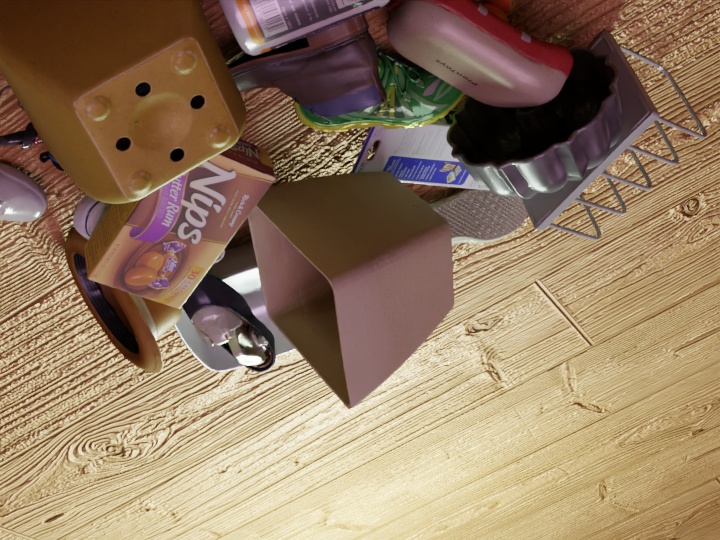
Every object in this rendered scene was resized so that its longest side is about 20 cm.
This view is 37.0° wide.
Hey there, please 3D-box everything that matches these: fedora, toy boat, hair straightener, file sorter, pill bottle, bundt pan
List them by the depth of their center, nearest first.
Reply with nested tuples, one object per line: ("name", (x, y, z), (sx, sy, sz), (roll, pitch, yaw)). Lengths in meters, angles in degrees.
("pill bottle", (-0.036, -0.289, 1.015), (0.199, 0.117, 0.117), (-20, 143, 4))
("hair straightener", (-0.293, -0.171, 1.108), (0.199, 0.077, 0.041), (-18, 169, -20))
("toy boat", (0.134, -0.258, 1.123), (0.199, 0.130, 0.131), (28, 83, -15))
("bundt pan", (0.200, -0.155, 1.191), (0.201, 0.202, 0.076), (-26, 124, 12))
("fedora", (-0.273, 0.024, 1.289), (0.082, 0.201, 0.201), (-33, 150, -27))
("file sorter", (0.291, -0.153, 1.291), (0.124, 0.139, 0.200), (12, 135, -35))

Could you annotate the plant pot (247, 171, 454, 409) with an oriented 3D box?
("plant pot", (0.000, 0.000, 1.253), (0.176, 0.200, 0.201), (-26, 135, -21))

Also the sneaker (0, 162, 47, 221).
("sneaker", (-0.433, -0.076, 1.157), (0.199, 0.089, 0.075), (18, 130, -37))

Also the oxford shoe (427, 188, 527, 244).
("oxford shoe", (0.123, -0.065, 1.409), (0.199, 0.076, 0.058), (-15, -175, -15))

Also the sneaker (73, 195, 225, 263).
("sneaker", (-0.231, -0.048, 1.221), (0.200, 0.071, 0.073), (8, 104, -53))

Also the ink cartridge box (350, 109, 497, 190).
("ink cartridge box", (0.086, -0.149, 1.300), (0.199, 0.039, 0.100), (2, 139, -25))

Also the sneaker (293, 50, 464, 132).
("sneaker", (0.026, -0.202, 1.181), (0.199, 0.074, 0.084), (-11, 146, -7))

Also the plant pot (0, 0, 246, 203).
("plant pot", (-0.210, -0.176, 0.964), (0.194, 0.200, 0.196), (-31, 133, -10))

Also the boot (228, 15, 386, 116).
("boot", (-0.068, -0.191, 1.114), (0.199, 0.075, 0.097), (-16, 111, 27))

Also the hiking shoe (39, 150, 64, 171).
("hiking shoe", (-0.244, -0.129, 1.177), (0.199, 0.075, 0.087), (15, 152, -14))

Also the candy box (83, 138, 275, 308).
("candy box", (-0.192, -0.060, 1.137), (0.116, 0.057, 0.200), (22, 122, -34))

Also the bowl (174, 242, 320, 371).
("bowl", (-0.143, 0.037, 1.418), (0.199, 0.075, 0.200), (-19, 142, 3))

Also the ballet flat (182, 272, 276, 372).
("ballet flat", (-0.162, 0.071, 1.338), (0.073, 0.073, 0.200), (-25, 141, 12))
